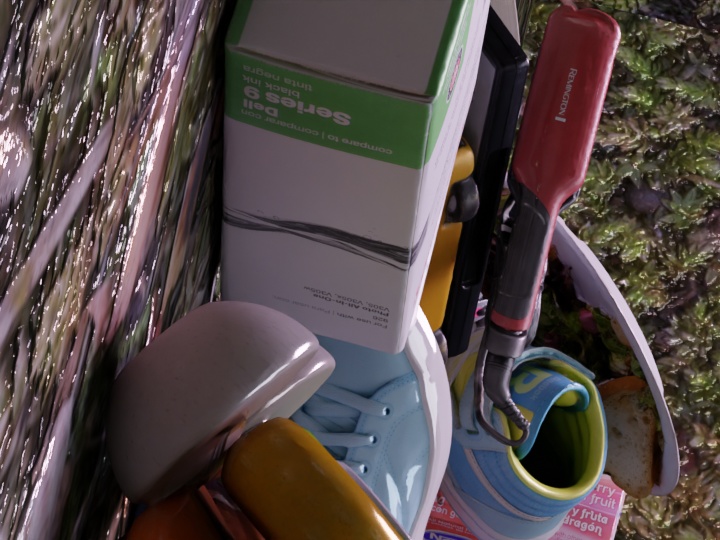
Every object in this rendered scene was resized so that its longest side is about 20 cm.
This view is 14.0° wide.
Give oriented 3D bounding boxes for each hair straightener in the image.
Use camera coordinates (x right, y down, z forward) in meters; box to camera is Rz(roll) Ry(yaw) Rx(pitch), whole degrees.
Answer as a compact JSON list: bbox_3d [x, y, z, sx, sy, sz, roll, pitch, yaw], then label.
[{"bbox_3d":[0.083,-0.016,1.345,0.077,0.041,0.201,99,0,-76],"label":"hair straightener"}]

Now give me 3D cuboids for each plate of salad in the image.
[{"bbox_3d":[0.099,0.035,1.526,0.048,0.201,0.200,-31,162,-12],"label":"plate of salad"}]

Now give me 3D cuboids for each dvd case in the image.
[{"bbox_3d":[0.025,-0.073,1.378,0.143,0.017,0.201,58,-27,34],"label":"dvd case"}]

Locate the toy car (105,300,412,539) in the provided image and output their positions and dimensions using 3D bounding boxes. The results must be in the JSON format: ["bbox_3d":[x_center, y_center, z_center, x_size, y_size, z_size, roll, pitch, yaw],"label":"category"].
[{"bbox_3d":[-0.034,0.116,1.021,0.150,0.175,0.200,-41,174,-2],"label":"toy car"}]

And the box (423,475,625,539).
[{"bbox_3d":[0.050,0.117,1.674,0.103,0.199,0.095,93,13,-63],"label":"box"}]

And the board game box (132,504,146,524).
[{"bbox_3d":[-0.077,0.143,1.184,0.135,0.034,0.201,20,84,-86],"label":"board game box"}]

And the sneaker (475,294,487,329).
[{"bbox_3d":[0.069,0.033,1.718,0.200,0.120,0.084,-41,-153,49],"label":"sneaker"}]

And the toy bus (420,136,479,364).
[{"bbox_3d":[0.000,0.000,1.377,0.078,0.065,0.201,54,-28,32],"label":"toy bus"}]

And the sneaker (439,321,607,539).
[{"bbox_3d":[0.053,0.043,1.475,0.079,0.200,0.131,-41,180,-22],"label":"sneaker"}]

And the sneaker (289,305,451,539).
[{"bbox_3d":[-0.011,0.100,1.257,0.082,0.074,0.201,-35,132,-56],"label":"sneaker"}]

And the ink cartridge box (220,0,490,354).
[{"bbox_3d":[0.001,-0.080,1.152,0.200,0.084,0.147,97,8,-60],"label":"ink cartridge box"}]

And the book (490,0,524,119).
[{"bbox_3d":[0.043,-0.113,1.468,0.134,0.048,0.201,103,-15,-48],"label":"book"}]
